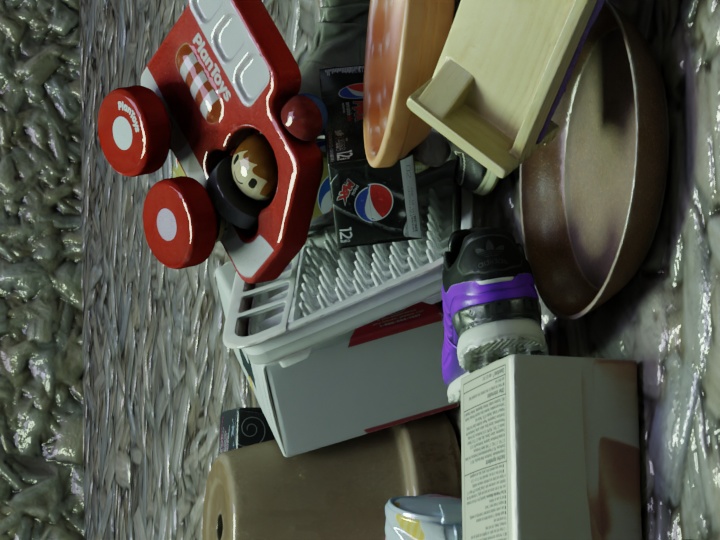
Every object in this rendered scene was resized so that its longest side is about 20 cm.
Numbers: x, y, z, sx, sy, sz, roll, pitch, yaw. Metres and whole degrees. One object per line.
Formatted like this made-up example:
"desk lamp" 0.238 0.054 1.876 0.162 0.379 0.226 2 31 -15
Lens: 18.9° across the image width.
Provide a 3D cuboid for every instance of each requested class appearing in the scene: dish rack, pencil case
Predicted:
"dish rack" 0.000 0.000 1.588 0.044 0.199 0.172 60 -165 -22
"pencil case" 0.050 0.259 1.537 0.091 0.082 0.202 -68 -18 -86

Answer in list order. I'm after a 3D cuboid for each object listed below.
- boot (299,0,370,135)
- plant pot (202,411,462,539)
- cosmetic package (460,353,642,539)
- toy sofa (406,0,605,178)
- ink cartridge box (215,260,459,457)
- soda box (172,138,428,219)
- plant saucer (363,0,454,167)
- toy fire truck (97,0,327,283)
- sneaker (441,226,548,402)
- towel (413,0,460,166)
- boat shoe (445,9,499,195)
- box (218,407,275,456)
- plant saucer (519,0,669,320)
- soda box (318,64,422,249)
"boot" -0.030 -0.179 1.732 0.067 0.199 0.132 12 106 39
"plant pot" -0.027 0.199 1.664 0.200 0.173 0.202 -177 90 -73
"cosmetic package" 0.115 0.158 1.312 0.103 0.086 0.202 149 123 -70
"toy sofa" 0.107 -0.162 1.290 0.083 0.097 0.201 37 139 15
"ink cartridge box" -0.021 0.049 1.692 0.200 0.144 0.084 -123 19 -65
"soda box" -0.050 -0.070 1.739 0.068 0.198 0.065 -129 42 -68
"plant saucer" 0.033 -0.168 1.457 0.200 0.037 0.202 -175 90 -84
"toy fire truck" -0.093 -0.102 1.579 0.168 0.111 0.201 -50 61 44
"sneaker" 0.085 0.023 1.410 0.200 0.069 0.101 95 166 -75
"towel" 0.055 -0.194 1.615 0.191 0.032 0.202 -101 14 -76
"boat shoe" 0.078 -0.122 1.485 0.201 0.065 0.072 101 178 -62
"box" -0.053 0.219 1.833 0.115 0.131 0.202 161 111 -77
"plant saucer" 0.146 -0.070 1.339 0.200 0.034 0.202 -178 90 -75
"soda box" 0.006 -0.088 1.604 0.200 0.063 0.071 -95 -2 -65
